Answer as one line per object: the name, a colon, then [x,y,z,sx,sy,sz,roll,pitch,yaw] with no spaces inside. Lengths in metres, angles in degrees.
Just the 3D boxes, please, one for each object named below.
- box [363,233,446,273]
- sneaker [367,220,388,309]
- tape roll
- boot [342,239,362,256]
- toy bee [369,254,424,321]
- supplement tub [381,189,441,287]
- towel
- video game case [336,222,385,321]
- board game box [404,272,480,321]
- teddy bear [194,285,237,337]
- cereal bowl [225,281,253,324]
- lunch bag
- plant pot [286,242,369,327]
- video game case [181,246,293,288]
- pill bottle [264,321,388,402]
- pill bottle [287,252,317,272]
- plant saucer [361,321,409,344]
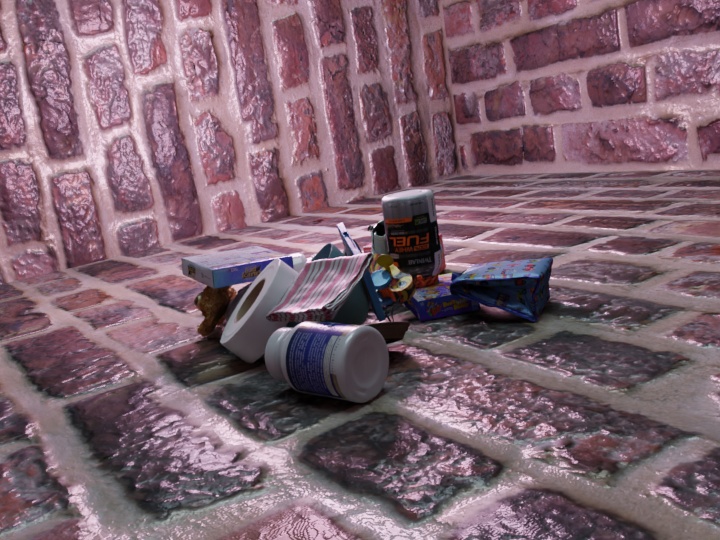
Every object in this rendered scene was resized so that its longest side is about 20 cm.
box: [0.117,-0.034,2.106,0.196,0.097,0.102,-5,11,22]
sneaker: [0.038,-0.019,1.841,0.072,0.119,0.204,2,55,17]
tape roll: [-0.191,0.079,1.570,0.203,0.070,0.203,-49,17,20]
boot: [-0.067,0.010,1.917,0.129,0.068,0.202,-24,28,26]
toy bee: [0.077,0.032,1.689,0.107,0.203,0.131,-24,-26,-4]
supplement tub: [0.117,-0.072,1.784,0.119,0.205,0.123,-9,11,2]
towel: [-0.076,0.028,1.416,0.198,0.030,0.147,-6,40,49]
video game case: [0.000,0.000,1.652,0.017,0.146,0.201,-21,27,-4]
board game box: [0.171,0.055,1.756,0.131,0.046,0.200,-11,11,-7]
teddy bear: [-0.336,0.075,1.837,0.066,0.147,0.200,28,15,2]
cereal bowl: [-0.221,0.065,1.815,0.197,0.085,0.200,-25,8,4]
lunch bag: [0.277,0.023,1.616,0.196,0.096,0.150,9,18,22]
plant pot: [-0.060,0.067,1.590,0.133,0.202,0.200,33,3,-13]
video game case: [-0.277,-0.009,1.796,0.196,0.047,0.180,-11,13,-32]
pill bottle: [-0.061,0.145,1.313,0.197,0.123,0.119,1,15,42]
pill bottle: [-0.179,0.016,2.053,0.195,0.117,0.114,-11,11,-10]
plant saucer: [-0.005,0.124,1.458,0.195,0.030,0.200,-10,-10,-2]
